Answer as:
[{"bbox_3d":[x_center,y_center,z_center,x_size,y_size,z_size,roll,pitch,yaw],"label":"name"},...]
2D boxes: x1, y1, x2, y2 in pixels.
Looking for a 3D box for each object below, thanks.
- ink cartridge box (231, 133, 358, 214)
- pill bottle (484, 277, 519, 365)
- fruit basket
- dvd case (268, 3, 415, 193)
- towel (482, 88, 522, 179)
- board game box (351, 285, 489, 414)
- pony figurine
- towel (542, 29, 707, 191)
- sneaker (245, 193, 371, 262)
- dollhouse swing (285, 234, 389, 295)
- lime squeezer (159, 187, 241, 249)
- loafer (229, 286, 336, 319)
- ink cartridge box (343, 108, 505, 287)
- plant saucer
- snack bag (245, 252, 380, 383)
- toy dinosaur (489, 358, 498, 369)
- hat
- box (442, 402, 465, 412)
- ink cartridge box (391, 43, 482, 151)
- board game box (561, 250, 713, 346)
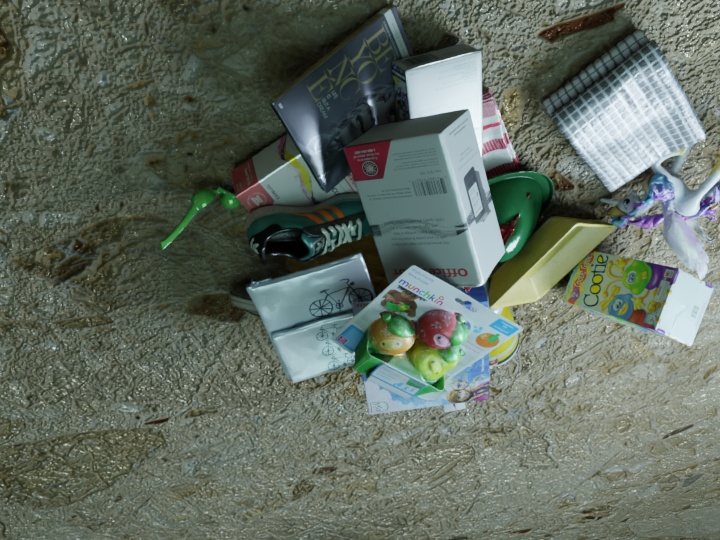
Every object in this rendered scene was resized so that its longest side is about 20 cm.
[{"bbox_3d":[-0.066,-0.137,0.881,0.199,0.068,0.117,-32,133,9],"label":"ink cartridge box"},{"bbox_3d":[0.212,0.079,1.125,0.111,0.112,0.200,-22,134,9],"label":"pill bottle"},{"bbox_3d":[0.084,0.092,0.842,0.184,0.094,0.200,29,138,-19],"label":"fruit basket"},{"bbox_3d":[-0.004,-0.216,0.802,0.200,0.016,0.149,-42,132,-11],"label":"dvd case"},{"bbox_3d":[0.163,-0.161,0.950,0.143,0.023,0.200,-26,133,13],"label":"towel"},{"bbox_3d":[0.097,0.127,0.964,0.197,0.044,0.201,-7,123,3],"label":"board game box"},{"bbox_3d":[0.513,-0.110,0.998,0.193,0.167,0.200,40,126,6],"label":"pony figurine"},{"bbox_3d":[0.384,-0.217,0.902,0.165,0.086,0.200,-38,129,24],"label":"towel"},{"bbox_3d":[-0.054,-0.050,0.860,0.198,0.080,0.072,-9,134,-12],"label":"sneaker"},{"bbox_3d":[0.000,0.000,0.977,0.175,0.182,0.201,1,134,-29],"label":"dollhouse swing"},{"bbox_3d":[-0.199,-0.087,0.906,0.199,0.071,0.038,-17,176,-37],"label":"lime squeezer"},{"bbox_3d":[-0.124,0.064,1.014,0.198,0.072,0.063,3,110,24],"label":"loafer"},{"bbox_3d":[0.084,-0.085,0.795,0.144,0.083,0.201,0,120,38],"label":"ink cartridge box"},{"bbox_3d":[0.312,-0.023,1.053,0.199,0.049,0.200,-4,141,-52],"label":"plant saucer"},{"bbox_3d":[-0.054,0.075,0.956,0.187,0.021,0.201,-16,122,4],"label":"snack bag"},{"bbox_3d":[0.106,0.122,1.102,0.200,0.181,0.105,40,82,-24],"label":"toy dinosaur"},{"bbox_3d":[0.232,-0.031,0.959,0.198,0.177,0.166,-17,146,3],"label":"hat"},{"bbox_3d":[0.147,0.156,1.121,0.038,0.201,0.042,-11,134,2],"label":"box"},{"bbox_3d":[0.107,-0.189,0.846,0.108,0.050,0.201,-19,126,-14],"label":"ink cartridge box"},{"bbox_3d":[0.465,0.040,1.068,0.102,0.200,0.106,20,91,-28],"label":"board game box"}]
